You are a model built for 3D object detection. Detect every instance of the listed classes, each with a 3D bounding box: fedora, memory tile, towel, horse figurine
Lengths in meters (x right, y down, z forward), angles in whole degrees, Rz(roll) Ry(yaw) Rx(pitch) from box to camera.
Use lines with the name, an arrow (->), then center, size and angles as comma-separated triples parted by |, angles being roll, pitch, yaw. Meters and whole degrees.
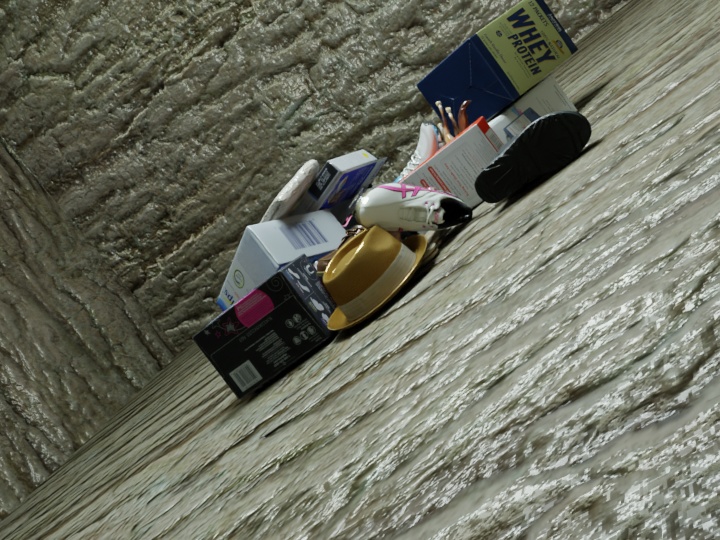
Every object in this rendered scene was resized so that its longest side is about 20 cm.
fedora -> 0.007, -0.002, 1.338 | 0.200, 0.082, 0.201 | -39, 15, 12
memory tile -> 0.075, -0.014, 1.456 | 0.153, 0.017, 0.200 | -37, 7, 21
towel -> -0.146, -0.103, 1.634 | 0.200, 0.034, 0.133 | -50, 4, 48
horse figurine -> 0.163, -0.217, 1.605 | 0.050, 0.133, 0.200 | -17, -18, -13

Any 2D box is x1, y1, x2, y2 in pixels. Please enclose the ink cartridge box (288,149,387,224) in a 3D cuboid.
ink cartridge box -> -0.054, -0.136, 1.703 | 0.198, 0.047, 0.200 | -54, -10, 27

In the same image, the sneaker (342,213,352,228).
sneaker -> -0.018, -0.084, 1.920 | 0.079, 0.096, 0.199 | 11, 10, 36

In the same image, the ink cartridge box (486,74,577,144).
ink cartridge box -> 0.276, -0.253, 1.668 | 0.200, 0.088, 0.145 | -38, 5, -12

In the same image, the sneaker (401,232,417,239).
sneaker -> 0.072, -0.068, 1.762 | 0.087, 0.075, 0.200 | 2, -22, -13

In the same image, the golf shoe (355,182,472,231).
golf shoe -> 0.084, -0.096, 1.395 | 0.199, 0.073, 0.092 | -7, 16, -37

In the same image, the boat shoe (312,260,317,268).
boat shoe -> 0.000, 0.000, 1.569 | 0.199, 0.068, 0.072 | -17, -36, -39

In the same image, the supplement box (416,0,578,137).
supplement box -> 0.250, -0.374, 1.676 | 0.200, 0.135, 0.200 | -39, 5, -29

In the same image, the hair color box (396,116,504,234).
hair color box -> 0.157, -0.153, 1.531 | 0.200, 0.111, 0.064 | -35, 6, 27

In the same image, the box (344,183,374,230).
box -> -0.021, -0.050, 1.741 | 0.201, 0.043, 0.160 | -62, 2, 28

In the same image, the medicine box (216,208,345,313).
medicine box -> -0.131, 0.007, 1.605 | 0.182, 0.103, 0.200 | -17, -34, -40

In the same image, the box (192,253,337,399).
box -> -0.139, 0.088, 1.442 | 0.200, 0.132, 0.115 | -36, 3, 24

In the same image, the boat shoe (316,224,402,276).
boat shoe -> -0.005, -0.039, 1.478 | 0.072, 0.068, 0.200 | -3, 15, 40

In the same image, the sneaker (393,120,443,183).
sneaker -> 0.100, -0.167, 1.610 | 0.086, 0.201, 0.075 | -3, 29, -9

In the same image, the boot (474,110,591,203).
boot -> 0.257, -0.177, 1.322 | 0.198, 0.073, 0.162 | -36, 3, 31
